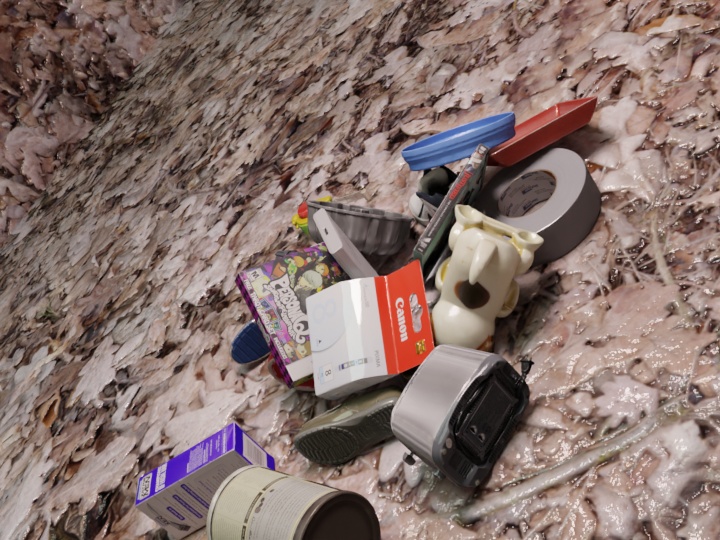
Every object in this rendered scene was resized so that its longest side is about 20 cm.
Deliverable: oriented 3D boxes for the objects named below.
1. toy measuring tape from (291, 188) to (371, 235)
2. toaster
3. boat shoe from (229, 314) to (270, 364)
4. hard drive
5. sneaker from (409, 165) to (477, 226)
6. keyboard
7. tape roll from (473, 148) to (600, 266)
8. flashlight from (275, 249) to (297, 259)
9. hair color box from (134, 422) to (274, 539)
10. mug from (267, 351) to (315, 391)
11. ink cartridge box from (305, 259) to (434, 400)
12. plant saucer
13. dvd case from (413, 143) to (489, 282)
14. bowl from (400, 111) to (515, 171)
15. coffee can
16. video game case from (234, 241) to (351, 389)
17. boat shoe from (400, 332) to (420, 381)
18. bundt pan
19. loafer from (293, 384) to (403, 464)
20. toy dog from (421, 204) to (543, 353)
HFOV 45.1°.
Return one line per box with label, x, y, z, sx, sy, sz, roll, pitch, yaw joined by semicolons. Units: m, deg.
toy measuring tape;-0.067;-0.113;1.753;0.198;0.074;0.074;-13;42;37
toaster;0.132;0.180;1.158;0.129;0.114;0.201;12;64;54
boat shoe;-0.167;0.094;1.621;0.200;0.072;0.072;-43;21;-7
hard drive;0.000;0.000;1.421;0.026;0.200;0.132;-35;34;6
sneaker;0.130;-0.138;1.518;0.079;0.130;0.199;-43;33;-7
keyboard;0.141;-0.028;1.415;0.200;0.011;0.057;-44;19;48
tape roll;0.278;-0.101;1.381;0.199;0.066;0.202;-27;36;21
flashlight;-0.087;-0.012;1.647;0.198;0.067;0.069;7;89;44
hair color box;-0.244;0.334;1.369;0.199;0.110;0.065;-32;33;13
mug;-0.082;0.104;1.491;0.132;0.178;0.202;14;54;2
ink cartridge box;0.010;0.085;1.284;0.199;0.047;0.162;-27;57;33
plant saucer;0.289;-0.228;1.470;0.198;0.037;0.200;-30;10;-2
dvd case;0.139;-0.084;1.351;0.022;0.146;0.201;28;74;12
bowl;0.166;-0.214;1.449;0.198;0.040;0.201;-19;11;4
coffee can;-0.092;0.350;1.157;0.198;0.147;0.147;1;51;46
video game case;-0.080;0.065;1.394;0.180;0.202;0.036;-20;-19;-29
boat shoe;0.072;0.128;1.324;0.074;0.066;0.200;-48;36;3
bundt pan;-0.005;-0.073;1.555;0.201;0.200;0.077;18;103;53
loafer;-0.009;0.228;1.298;0.198;0.076;0.070;-23;25;19
toy dog;0.171;0.035;1.254;0.194;0.138;0.202;-75;3;-71
